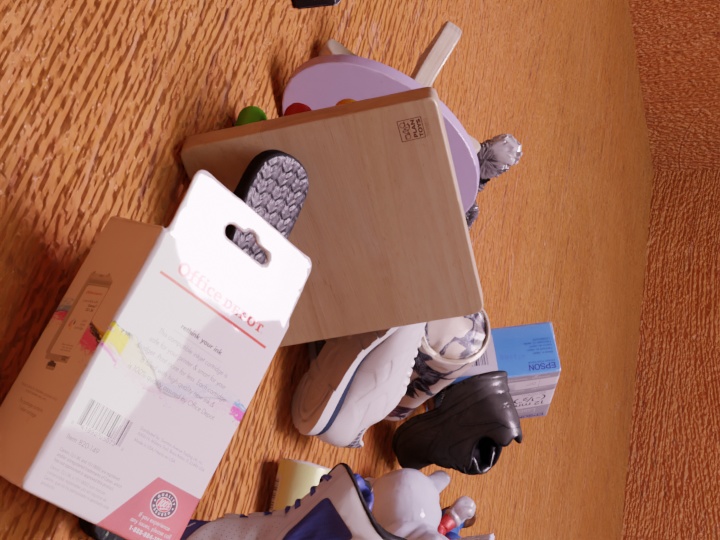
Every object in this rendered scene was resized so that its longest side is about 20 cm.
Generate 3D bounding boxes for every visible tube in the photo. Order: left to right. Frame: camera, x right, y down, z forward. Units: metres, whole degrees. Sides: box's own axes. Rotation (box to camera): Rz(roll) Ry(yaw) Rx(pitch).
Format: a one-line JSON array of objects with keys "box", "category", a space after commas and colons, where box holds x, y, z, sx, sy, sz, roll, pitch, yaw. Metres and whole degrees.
[{"box": [-0.066, 0.267, 0.884, 0.057, 0.052, 0.203, 19, 76, -27], "category": "tube"}]

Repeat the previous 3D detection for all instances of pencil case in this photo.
[{"box": [0.063, 0.084, 1.034, 0.090, 0.077, 0.200, -64, -175, -29], "category": "pencil case"}]

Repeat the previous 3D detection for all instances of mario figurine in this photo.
[{"box": [0.120, 0.359, 1.249, 0.124, 0.106, 0.200, 53, 18, 1], "category": "mario figurine"}]

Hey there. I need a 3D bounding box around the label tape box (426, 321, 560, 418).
[{"box": [0.149, 0.139, 1.205, 0.201, 0.141, 0.067, 86, -3, -58], "category": "label tape box"}]

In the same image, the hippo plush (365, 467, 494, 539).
[{"box": [0.031, 0.285, 1.050, 0.162, 0.157, 0.202, -110, -165, -49], "category": "hippo plush"}]

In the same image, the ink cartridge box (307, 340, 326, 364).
[{"box": [0.000, 0.000, 1.039, 0.200, 0.049, 0.165, -38, 125, -59], "category": "ink cartridge box"}]

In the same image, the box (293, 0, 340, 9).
[{"box": [-0.026, -0.363, 0.980, 0.201, 0.044, 0.162, -61, 143, -50], "category": "box"}]

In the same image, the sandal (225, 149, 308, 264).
[{"box": [-0.101, 0.005, 0.754, 0.075, 0.045, 0.202, 31, 82, -47], "category": "sandal"}]

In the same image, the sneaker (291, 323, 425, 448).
[{"box": [0.018, 0.073, 0.934, 0.080, 0.201, 0.077, 27, 17, -31], "category": "sneaker"}]

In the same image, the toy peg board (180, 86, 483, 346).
[{"box": [-0.015, -0.057, 0.837, 0.099, 0.196, 0.202, -86, 163, -53], "category": "toy peg board"}]

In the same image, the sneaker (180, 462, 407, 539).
[{"box": [-0.044, 0.196, 0.739, 0.116, 0.196, 0.081, -65, 152, -30], "category": "sneaker"}]

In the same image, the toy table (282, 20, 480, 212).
[{"box": [0.029, -0.143, 0.969, 0.200, 0.183, 0.118, 43, 30, -16], "category": "toy table"}]

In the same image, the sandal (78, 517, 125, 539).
[{"box": [-0.154, 0.076, 0.674, 0.075, 0.047, 0.204, 11, 94, -53], "category": "sandal"}]

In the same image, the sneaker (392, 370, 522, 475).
[{"box": [0.101, 0.185, 1.109, 0.075, 0.200, 0.092, -9, 65, -33], "category": "sneaker"}]

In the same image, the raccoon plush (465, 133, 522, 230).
[{"box": [0.104, -0.080, 1.125, 0.098, 0.198, 0.134, 60, 21, -10], "category": "raccoon plush"}]

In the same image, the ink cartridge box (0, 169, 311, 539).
[{"box": [-0.122, 0.050, 0.616, 0.116, 0.067, 0.202, 41, 70, -40], "category": "ink cartridge box"}]
